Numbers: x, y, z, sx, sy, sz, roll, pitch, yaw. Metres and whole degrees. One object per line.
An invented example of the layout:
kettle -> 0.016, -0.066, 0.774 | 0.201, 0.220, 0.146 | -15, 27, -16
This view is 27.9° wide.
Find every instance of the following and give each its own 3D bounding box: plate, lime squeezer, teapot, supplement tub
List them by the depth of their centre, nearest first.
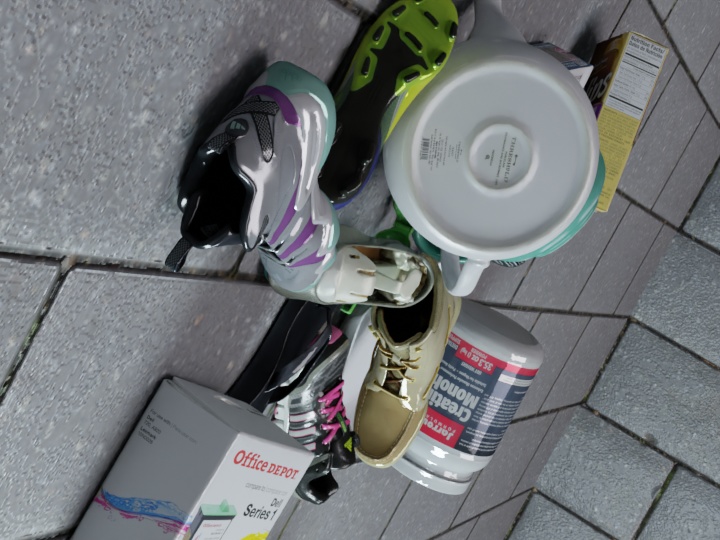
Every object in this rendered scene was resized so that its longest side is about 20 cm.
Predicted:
teapot -> 0.104, -0.106, 1.250 | 0.200, 0.198, 0.146 | -39, -164, 2
lime squeezer -> 0.033, -0.049, 1.336 | 0.201, 0.038, 0.071 | -63, 150, -4
plate -> 0.007, 0.088, 1.492 | 0.199, 0.032, 0.201 | -32, 148, -58
supplement tub -> 0.115, 0.147, 1.711 | 0.201, 0.140, 0.140 | -64, 162, 12

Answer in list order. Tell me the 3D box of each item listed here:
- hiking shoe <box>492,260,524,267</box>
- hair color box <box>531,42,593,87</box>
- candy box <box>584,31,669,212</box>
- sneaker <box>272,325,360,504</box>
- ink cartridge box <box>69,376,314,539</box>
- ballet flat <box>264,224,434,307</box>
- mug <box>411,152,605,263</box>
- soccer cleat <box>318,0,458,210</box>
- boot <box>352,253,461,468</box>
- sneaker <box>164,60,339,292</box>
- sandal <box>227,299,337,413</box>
hiking shoe -> 0.191, -0.106, 1.662 | 0.087, 0.074, 0.201 | -86, -159, -75
hair color box -> 0.164, -0.135, 1.520 | 0.100, 0.060, 0.201 | -23, 140, -63
candy box -> 0.280, -0.169, 1.680 | 0.117, 0.056, 0.201 | -173, -75, -80
sneaker -> -0.035, 0.143, 1.373 | 0.074, 0.087, 0.201 | -35, 150, -53
ink cartridge box -> -0.141, 0.199, 1.141 | 0.201, 0.084, 0.145 | -59, 154, 0
ballet flat -> 0.000, 0.000, 1.218 | 0.199, 0.063, 0.068 | 1, 112, -58
mug -> 0.152, -0.078, 1.411 | 0.185, 0.114, 0.152 | -27, -158, 52
soccer cleat -> 0.006, -0.133, 1.115 | 0.201, 0.065, 0.084 | -59, -167, -16
boot -> 0.036, 0.087, 1.375 | 0.201, 0.072, 0.155 | -65, 168, -5
sneaker -> -0.082, -0.033, 0.992 | 0.140, 0.077, 0.201 | -45, 149, -34
sandal -> -0.067, 0.088, 1.267 | 0.201, 0.043, 0.076 | -56, 163, -11
